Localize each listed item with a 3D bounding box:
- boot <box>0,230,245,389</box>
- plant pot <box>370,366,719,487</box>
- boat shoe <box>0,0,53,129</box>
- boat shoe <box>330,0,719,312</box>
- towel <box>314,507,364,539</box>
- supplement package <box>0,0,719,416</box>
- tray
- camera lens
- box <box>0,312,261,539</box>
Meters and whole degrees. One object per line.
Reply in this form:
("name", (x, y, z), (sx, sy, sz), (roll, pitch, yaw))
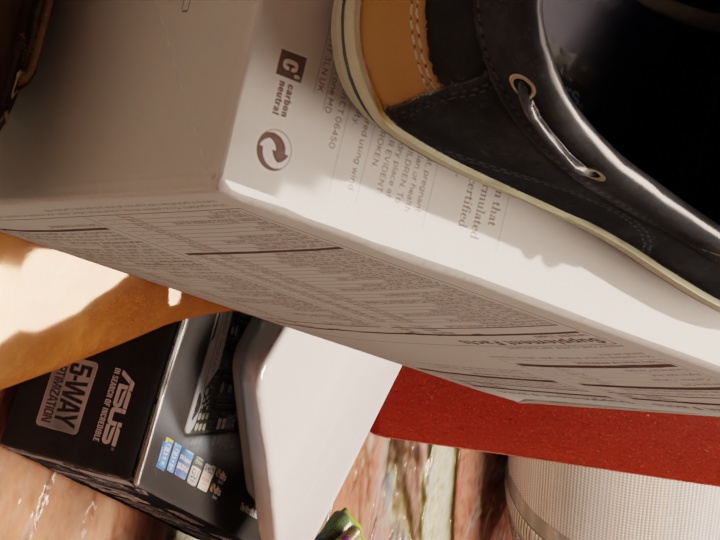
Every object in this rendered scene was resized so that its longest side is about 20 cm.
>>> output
("boot", (-0.047, -0.070, 0.700), (0.199, 0.068, 0.189), (-8, 109, -42))
("plant pot", (0.110, -0.047, 1.067), (0.200, 0.199, 0.177), (-59, 147, -42))
("boat shoe", (-0.099, -0.061, 0.563), (0.070, 0.070, 0.201), (38, 68, -67))
("boat shoe", (0.087, -0.031, 0.535), (0.199, 0.062, 0.075), (18, 79, -34))
("towel", (-0.043, 0.174, 0.938), (0.144, 0.023, 0.200), (-41, 156, -15))
("supplement package", (0.025, -0.059, 0.620), (0.199, 0.150, 0.153), (19, 79, -32))
("tray", (0.000, 0.000, 0.849), (0.108, 0.022, 0.200), (87, 24, -45))
("camera lens", (0.160, 0.084, 1.370), (0.160, 0.159, 0.201), (-58, 156, -44))
("box", (-0.042, 0.008, 0.843), (0.200, 0.050, 0.159), (48, 58, -70))
